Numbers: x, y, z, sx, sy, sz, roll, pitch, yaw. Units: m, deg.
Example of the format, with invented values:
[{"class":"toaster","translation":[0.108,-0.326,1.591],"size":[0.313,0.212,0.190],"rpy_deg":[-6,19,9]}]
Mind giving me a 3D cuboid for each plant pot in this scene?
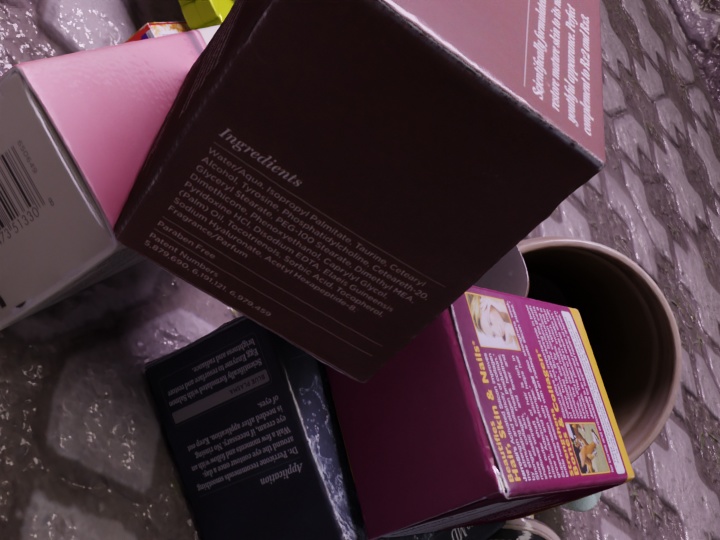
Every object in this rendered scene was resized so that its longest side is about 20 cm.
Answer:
[{"class":"plant pot","translation":[0.151,0.065,0.889],"size":[0.202,0.198,0.174],"rpy_deg":[58,0,-8]}]

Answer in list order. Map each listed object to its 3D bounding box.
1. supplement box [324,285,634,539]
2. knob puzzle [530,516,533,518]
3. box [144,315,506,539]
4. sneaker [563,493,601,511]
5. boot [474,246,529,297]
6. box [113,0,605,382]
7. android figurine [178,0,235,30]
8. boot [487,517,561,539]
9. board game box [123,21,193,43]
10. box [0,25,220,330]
[{"class":"supplement box","translation":[0.082,0.094,0.671],"size":[0.198,0.102,0.133],"rpy_deg":[13,57,-53]},{"class":"knob puzzle","translation":[0.118,0.156,0.971],"size":[0.219,0.030,0.223],"rpy_deg":[36,41,-38]},{"class":"box","translation":[-0.017,0.125,0.712],"size":[0.195,0.116,0.203],"rpy_deg":[-11,79,-58]},{"class":"sneaker","translation":[0.195,0.160,1.050],"size":[0.201,0.072,0.121],"rpy_deg":[-103,-172,-67]},{"class":"boot","translation":[0.064,-0.021,0.798],"size":[0.200,0.073,0.076],"rpy_deg":[45,-12,39]},{"class":"box","translation":[0.001,-0.085,0.535],"size":[0.163,0.200,0.168],"rpy_deg":[31,42,-17]},{"class":"android figurine","translation":[-0.084,-0.231,0.833],"size":[0.199,0.040,0.186],"rpy_deg":[7,73,-56]},{"class":"boot","translation":[0.120,0.297,0.791],"size":[0.202,0.072,0.152],"rpy_deg":[78,19,-45]},{"class":"board game box","translation":[-0.093,-0.130,0.847],"size":[0.199,0.046,0.154],"rpy_deg":[-26,90,-59]},{"class":"box","translation":[-0.152,-0.064,0.634],"size":[0.110,0.127,0.200],"rpy_deg":[60,31,-3]}]
